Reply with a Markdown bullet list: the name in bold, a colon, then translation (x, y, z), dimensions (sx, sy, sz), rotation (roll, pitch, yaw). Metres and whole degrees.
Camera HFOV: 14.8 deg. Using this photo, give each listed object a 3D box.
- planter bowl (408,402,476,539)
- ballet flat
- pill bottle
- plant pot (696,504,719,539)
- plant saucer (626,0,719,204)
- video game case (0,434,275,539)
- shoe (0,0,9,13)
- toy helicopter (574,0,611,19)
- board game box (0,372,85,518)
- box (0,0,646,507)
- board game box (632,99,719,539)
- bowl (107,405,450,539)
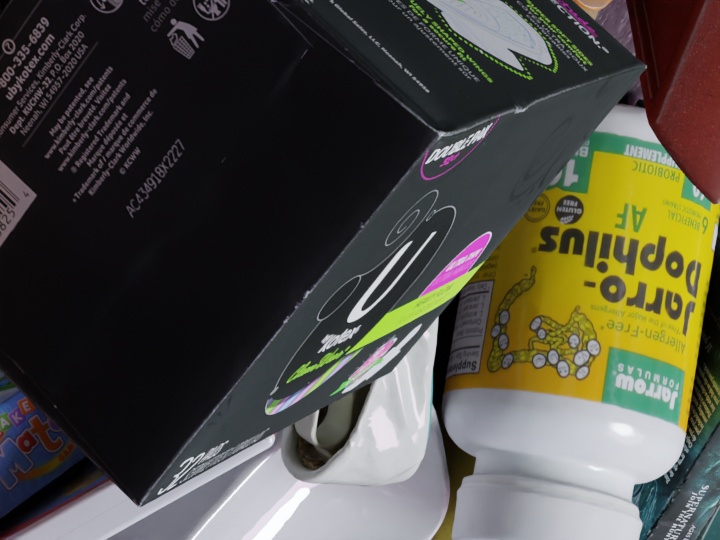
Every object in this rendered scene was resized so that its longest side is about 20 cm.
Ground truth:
- **planter bowl**: translation (0.055, 0.131, 1.385), dimensions (0.083, 0.201, 0.201), rotation (-2, 134, -13)
- **ballet flat**: translation (0.000, 0.000, 1.100), dimensions (0.069, 0.069, 0.201), rotation (-23, 126, -47)
- **pill bottle**: translation (0.098, 0.032, 1.264), dimensions (0.113, 0.112, 0.201), rotation (35, 63, -65)
- **plant pot**: translation (0.191, 0.083, 1.547), dimensions (0.200, 0.134, 0.201), rotation (-39, 150, -27)
- **plant saucer**: translation (0.148, -0.165, 1.148), dimensions (0.037, 0.200, 0.200), rotation (8, 135, -11)
- **video game case**: translation (-0.093, 0.067, 0.978), dimensions (0.143, 0.017, 0.200), rotation (-29, -171, 3)
- **shoe**: translation (-0.131, -0.068, 0.816), dimensions (0.070, 0.053, 0.200), rotation (-48, 154, -10)
- **toy helicopter**: translation (0.087, -0.144, 1.123), dimensions (0.132, 0.079, 0.200), rotation (-11, -130, 62)
- **board game box**: translation (-0.151, 0.070, 0.963), dimensions (0.200, 0.037, 0.151), rotation (-38, -169, -32)
- **box**: translation (-0.026, -0.040, 0.846), dimensions (0.149, 0.124, 0.200), rotation (-51, 169, 22)
- **board game box**: translation (0.143, 0.027, 1.339), dimensions (0.028, 0.200, 0.136), rotation (15, 120, -25)
- **bowl**: translation (-0.057, 0.118, 1.238), dimensions (0.200, 0.075, 0.200), rotation (-47, 155, -15)
